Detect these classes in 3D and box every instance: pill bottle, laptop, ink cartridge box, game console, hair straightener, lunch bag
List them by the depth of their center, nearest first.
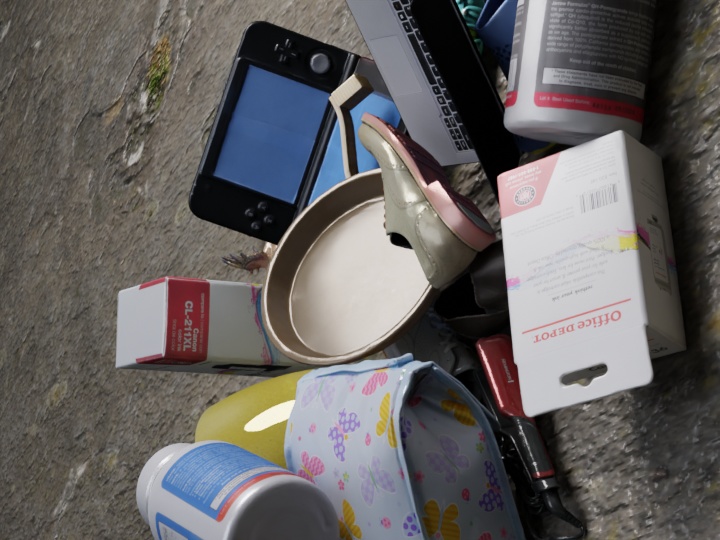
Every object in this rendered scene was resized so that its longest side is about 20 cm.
[{"bbox_3d":[0.175,0.011,1.432,0.116,0.067,0.202,-19,62,32],"label":"ink cartridge box"},{"bbox_3d":[0.177,-0.202,1.486,0.110,0.110,0.202,4,87,64],"label":"pill bottle"},{"bbox_3d":[0.138,0.148,1.564,0.077,0.041,0.201,94,158,-46],"label":"hair straightener"},{"bbox_3d":[0.034,0.170,1.570,0.169,0.126,0.202,-13,97,51],"label":"lunch bag"},{"bbox_3d":[-0.110,0.205,1.589,0.199,0.111,0.113,17,98,58],"label":"pill bottle"},{"bbox_3d":[0.050,-0.149,1.596,0.199,0.116,0.188,-3,119,50],"label":"laptop"},{"bbox_3d":[-0.056,-0.116,1.796,0.119,0.171,0.202,-129,58,-80],"label":"game console"},{"bbox_3d":[-0.134,0.061,1.948,0.145,0.198,0.084,-16,71,62],"label":"ink cartridge box"}]

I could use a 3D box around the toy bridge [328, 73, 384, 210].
[{"bbox_3d":[0.027,-0.079,1.733,0.067,0.027,0.201,-38,74,21],"label":"toy bridge"}]

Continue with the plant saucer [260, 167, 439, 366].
[{"bbox_3d":[0.000,0.000,1.668,0.199,0.029,0.202,-22,47,25],"label":"plant saucer"}]

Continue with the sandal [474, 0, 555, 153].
[{"bbox_3d":[0.132,-0.198,1.598,0.079,0.086,0.202,-15,78,62],"label":"sandal"}]

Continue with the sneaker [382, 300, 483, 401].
[{"bbox_3d":[0.073,0.076,1.678,0.092,0.075,0.202,-36,58,46],"label":"sneaker"}]

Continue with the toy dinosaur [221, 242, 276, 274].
[{"bbox_3d":[-0.115,-0.065,2.086,0.200,0.085,0.137,-124,41,-62],"label":"toy dinosaur"}]

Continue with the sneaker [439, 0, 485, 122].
[{"bbox_3d":[0.083,-0.215,1.728,0.079,0.077,0.202,-27,64,35],"label":"sneaker"}]

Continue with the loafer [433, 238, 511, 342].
[{"bbox_3d":[0.125,0.008,1.576,0.200,0.071,0.074,-48,41,49],"label":"loafer"}]

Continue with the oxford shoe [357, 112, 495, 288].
[{"bbox_3d":[0.037,-0.064,1.613,0.074,0.071,0.200,-50,41,13],"label":"oxford shoe"}]

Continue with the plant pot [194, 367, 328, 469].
[{"bbox_3d":[-0.033,0.171,1.756,0.142,0.199,0.201,-37,45,23],"label":"plant pot"}]
